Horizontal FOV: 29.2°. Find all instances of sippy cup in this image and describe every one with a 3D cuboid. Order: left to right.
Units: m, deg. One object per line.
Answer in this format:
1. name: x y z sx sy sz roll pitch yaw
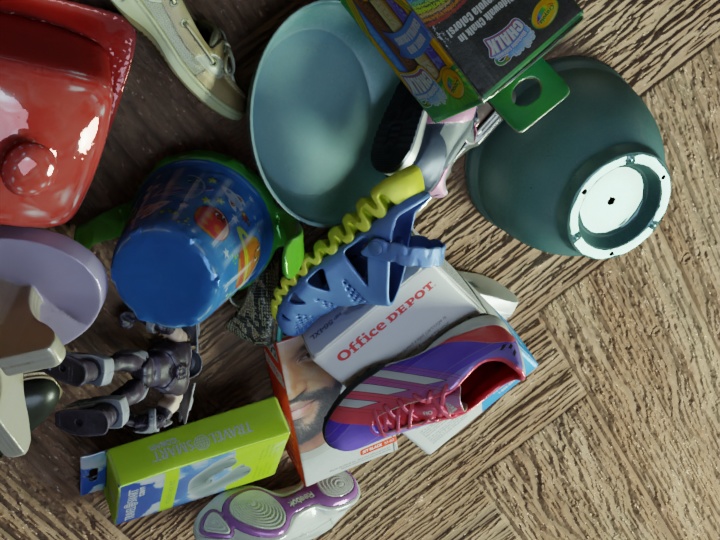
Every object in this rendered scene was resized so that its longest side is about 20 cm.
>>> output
1. sippy cup: -0.150 -0.019 1.189 0.178 0.130 0.140 -31 105 24

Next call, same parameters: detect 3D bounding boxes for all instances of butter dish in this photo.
1. butter dish: -0.275 -0.108 1.084 0.200 0.148 0.200 9 117 -33

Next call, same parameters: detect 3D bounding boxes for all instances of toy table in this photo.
1. toy table: -0.312 0.051 1.132 0.200 0.117 0.184 -23 121 27

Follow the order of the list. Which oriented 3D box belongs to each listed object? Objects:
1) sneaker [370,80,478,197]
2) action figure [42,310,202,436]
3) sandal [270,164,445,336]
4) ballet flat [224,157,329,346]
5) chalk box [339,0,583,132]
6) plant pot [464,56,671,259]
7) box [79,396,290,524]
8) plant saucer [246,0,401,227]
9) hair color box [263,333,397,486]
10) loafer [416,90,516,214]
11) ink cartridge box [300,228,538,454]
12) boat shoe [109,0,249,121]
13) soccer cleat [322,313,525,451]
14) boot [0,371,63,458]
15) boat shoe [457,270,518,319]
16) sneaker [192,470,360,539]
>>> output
1. sneaker: 0.082 -0.160 1.266 0.082 0.070 0.200 34 80 -37
2. action figure: -0.208 0.094 1.279 0.200 0.069 0.130 -13 100 -63
3. sandal: 0.000 0.000 1.218 0.200 0.087 0.079 -43 172 29
4. ballet flat: -0.088 -0.026 1.292 0.075 0.068 0.200 16 105 0
5. chalk box: 0.092 -0.210 1.161 0.125 0.124 0.200 -40 99 -14
6. plant pot: 0.223 -0.093 1.371 0.200 0.134 0.200 -15 127 -20
7. box: -0.177 0.194 1.378 0.200 0.048 0.122 -16 156 -19
8. plant saucer: -0.034 -0.139 1.223 0.200 0.036 0.200 -10 104 -46
9. hair color box: -0.032 0.117 1.423 0.111 0.064 0.200 -20 127 -14
10. loafer: 0.060 -0.117 1.319 0.200 0.072 0.063 -47 113 -1
11. ink cartridge box: 0.053 0.065 1.331 0.146 0.084 0.200 -39 129 9
12. boat shoe: -0.146 -0.205 1.139 0.063 0.073 0.201 -38 124 6
13. soccer cleat: 0.057 0.115 1.266 0.200 0.073 0.068 -30 130 1
14. boot: -0.346 0.185 1.250 0.200 0.138 0.077 -36 131 -4
15. boat shoe: 0.073 0.033 1.425 0.200 0.072 0.069 9 116 -43
16. sneaker: -0.092 0.273 1.475 0.200 0.075 0.100 -8 142 -37
